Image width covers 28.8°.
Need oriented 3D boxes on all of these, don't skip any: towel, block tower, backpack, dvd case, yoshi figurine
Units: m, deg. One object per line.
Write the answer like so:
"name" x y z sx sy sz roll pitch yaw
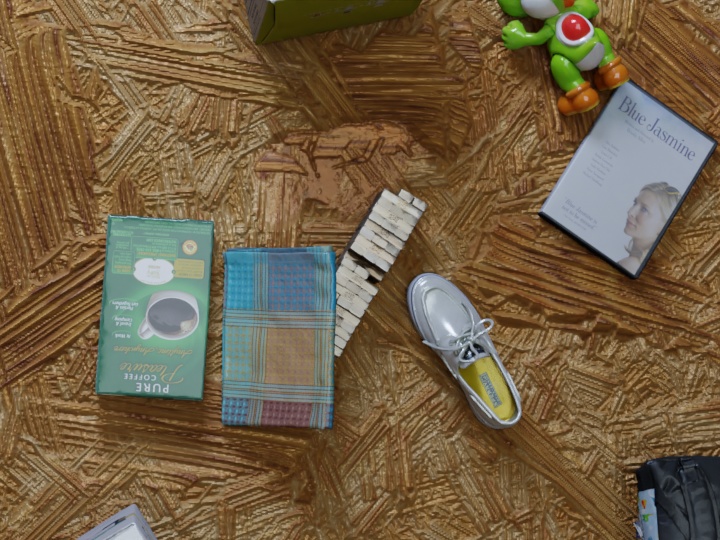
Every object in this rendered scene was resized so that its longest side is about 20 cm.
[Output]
"towel" -0.092 0.073 1.552 0.146 0.022 0.202 -1 85 28
"block tower" 0.000 0.000 1.596 0.054 0.058 0.201 32 80 -5
"backpack" 0.392 0.324 1.599 0.162 0.154 0.201 -2 64 -11
"dvd case" 0.321 -0.110 1.674 0.142 0.018 0.201 33 81 -4
"yoshi figurine" 0.225 -0.288 1.649 0.111 0.113 0.201 -23 107 29

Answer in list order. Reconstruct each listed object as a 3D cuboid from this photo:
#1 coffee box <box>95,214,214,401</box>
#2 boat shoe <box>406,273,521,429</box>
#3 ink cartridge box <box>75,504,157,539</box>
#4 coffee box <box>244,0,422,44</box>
"coffee box" -0.228 0.042 1.560 0.122 0.044 0.202 3 85 -8
"boat shoe" 0.122 0.092 1.591 0.074 0.086 0.203 -28 91 -10
"ink cartridge box" -0.232 0.333 1.458 0.084 0.200 0.145 -31 91 -10
"coffee box" -0.037 -0.380 1.545 0.198 0.200 0.199 -13 88 -9
